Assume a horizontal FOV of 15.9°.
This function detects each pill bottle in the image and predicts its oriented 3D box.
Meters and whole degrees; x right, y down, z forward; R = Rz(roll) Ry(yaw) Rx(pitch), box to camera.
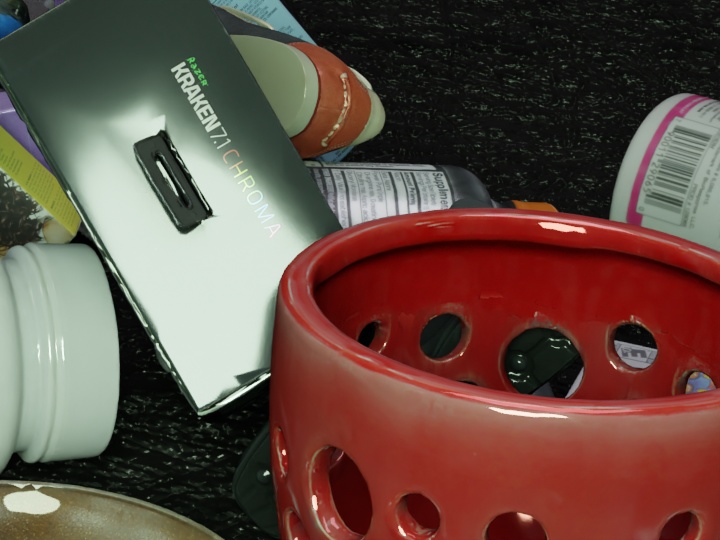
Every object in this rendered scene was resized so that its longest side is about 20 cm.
[{"bbox_3d":[-0.211,0.041,1.102,0.199,0.115,0.114,-3,24,-22],"label":"pill bottle"},{"bbox_3d":[0.241,-0.016,1.356,0.199,0.114,0.113,19,26,28],"label":"pill bottle"},{"bbox_3d":[0.000,0.000,1.268,0.198,0.107,0.106,2,22,-12],"label":"pill bottle"}]

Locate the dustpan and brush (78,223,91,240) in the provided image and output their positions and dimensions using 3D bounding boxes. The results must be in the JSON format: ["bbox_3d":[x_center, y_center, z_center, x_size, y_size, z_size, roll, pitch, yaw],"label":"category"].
[{"bbox_3d":[-0.065,-0.024,1.396,0.139,0.058,0.200,-22,27,-29],"label":"dustpan and brush"}]

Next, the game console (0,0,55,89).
[{"bbox_3d":[-0.237,-0.159,1.166,0.198,0.119,0.171,9,-10,-2],"label":"game console"}]

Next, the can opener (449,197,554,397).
[{"bbox_3d":[0.061,0.045,1.137,0.053,0.067,0.201,-6,38,-9],"label":"can opener"}]

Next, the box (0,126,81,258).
[{"bbox_3d":[-0.233,-0.069,1.276,0.200,0.075,0.050,43,16,-13],"label":"box"}]

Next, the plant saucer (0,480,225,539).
[{"bbox_3d":[-0.132,0.140,0.992,0.199,0.032,0.200,5,23,-2],"label":"plant saucer"}]

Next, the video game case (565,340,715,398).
[{"bbox_3d":[0.175,0.095,1.187,0.181,0.024,0.200,12,24,14],"label":"video game case"}]

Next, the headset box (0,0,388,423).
[{"bbox_3d":[-0.072,-0.030,1.100,0.092,0.175,0.200,-30,-2,-4],"label":"headset box"}]

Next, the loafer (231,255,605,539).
[{"bbox_3d":[0.030,0.048,1.094,0.068,0.200,0.070,50,22,-7],"label":"loafer"}]

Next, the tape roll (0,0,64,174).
[{"bbox_3d":[-0.194,-0.092,1.438,0.199,0.066,0.200,-7,23,3],"label":"tape roll"}]

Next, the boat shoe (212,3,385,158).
[{"bbox_3d":[-0.073,-0.102,1.307,0.062,0.072,0.199,8,10,-46],"label":"boat shoe"}]

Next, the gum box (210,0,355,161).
[{"bbox_3d":[-0.090,-0.155,1.494,0.045,0.200,0.170,-43,21,-6],"label":"gum box"}]

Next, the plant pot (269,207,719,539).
[{"bbox_3d":[0.060,0.091,0.958,0.199,0.184,0.201,5,23,-2],"label":"plant pot"}]
